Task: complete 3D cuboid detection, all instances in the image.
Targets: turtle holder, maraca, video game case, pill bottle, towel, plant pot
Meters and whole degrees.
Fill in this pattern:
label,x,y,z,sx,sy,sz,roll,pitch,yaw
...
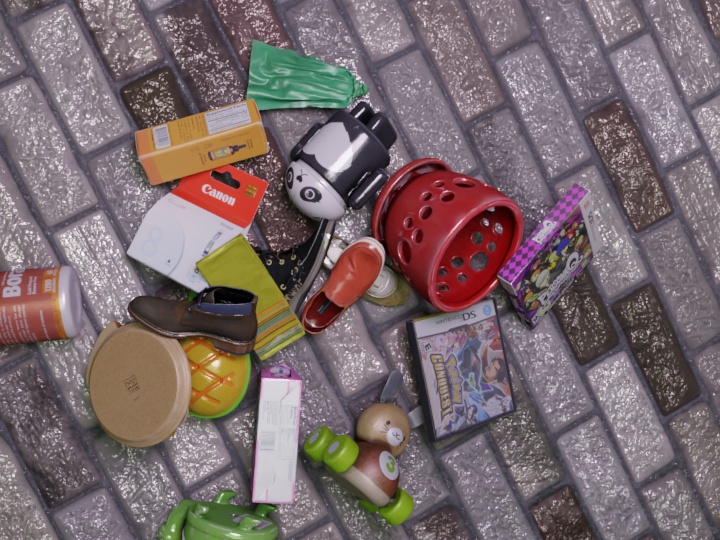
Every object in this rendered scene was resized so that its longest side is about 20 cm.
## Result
label,x,y,z,sx,sy,sz,roll,pitch,yaw
turtle holder,-0.225,0.425,1.268,0.183,0.141,0.134,12,89,-10
maraca,-0.239,0.131,1.284,0.135,0.107,0.203,-3,83,4
video game case,0.319,-0.019,1.350,0.200,0.182,0.036,-48,55,-7
pill bottle,-0.532,0.057,1.232,0.197,0.112,0.114,-6,91,-10
towel,-0.165,0.045,1.250,0.086,0.018,0.201,-34,119,-7
video game case,0.172,0.163,1.358,0.179,0.025,0.203,-12,92,-31
plant pot,0.125,-0.062,1.279,0.201,0.201,0.182,-48,53,-6

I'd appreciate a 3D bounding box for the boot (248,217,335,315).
label,x,y,z,sx,sy,sz,roll,pitch,yaw
boot,-0.139,-0.021,1.285,0.152,0.074,0.205,28,119,-4

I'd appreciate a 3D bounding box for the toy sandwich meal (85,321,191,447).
label,x,y,z,sx,sy,sz,roll,pitch,yaw
toy sandwich meal,-0.334,0.172,1.247,0.202,0.070,0.208,-2,85,20

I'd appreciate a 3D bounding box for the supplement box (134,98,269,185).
label,x,y,z,sx,sy,sz,roll,pitch,yaw
supplement box,-0.249,-0.203,1.285,0.197,0.067,0.069,-15,53,-3

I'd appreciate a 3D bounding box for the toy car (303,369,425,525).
label,x,y,z,sx,sy,sz,roll,pitch,yaw
toy car,0.040,0.271,1.316,0.164,0.157,0.201,46,71,-18

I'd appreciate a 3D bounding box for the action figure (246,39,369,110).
label,x,y,z,sx,sy,sz,roll,pitch,yaw
action figure,-0.084,-0.305,1.334,0.197,0.055,0.120,6,87,-5

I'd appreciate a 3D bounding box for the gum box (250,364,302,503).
label,x,y,z,sx,sy,sz,roll,pitch,yaw
gum box,-0.135,0.254,1.295,0.065,0.113,0.203,5,90,-9

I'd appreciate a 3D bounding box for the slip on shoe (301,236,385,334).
label,x,y,z,sx,sy,sz,roll,pitch,yaw
slip on shoe,-0.029,0.029,1.293,0.074,0.061,0.200,37,117,-9

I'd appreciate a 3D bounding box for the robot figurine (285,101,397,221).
label,x,y,z,sx,sy,sz,roll,pitch,yaw
robot figurine,-0.032,-0.173,1.305,0.125,0.150,0.200,43,86,-18

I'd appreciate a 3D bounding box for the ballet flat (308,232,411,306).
label,x,y,z,sx,sy,sz,roll,pitch,yaw
ballet flat,0.000,0.000,1.342,0.199,0.071,0.071,32,85,-8

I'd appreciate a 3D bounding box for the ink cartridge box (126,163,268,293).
label,x,y,z,sx,sy,sz,roll,pitch,yaw
ink cartridge box,-0.254,-0.079,1.274,0.159,0.047,0.202,25,88,23

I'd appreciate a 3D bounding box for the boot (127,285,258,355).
label,x,y,z,sx,sy,sz,roll,pitch,yaw
boot,-0.243,0.051,1.206,0.197,0.075,0.098,16,126,-5
